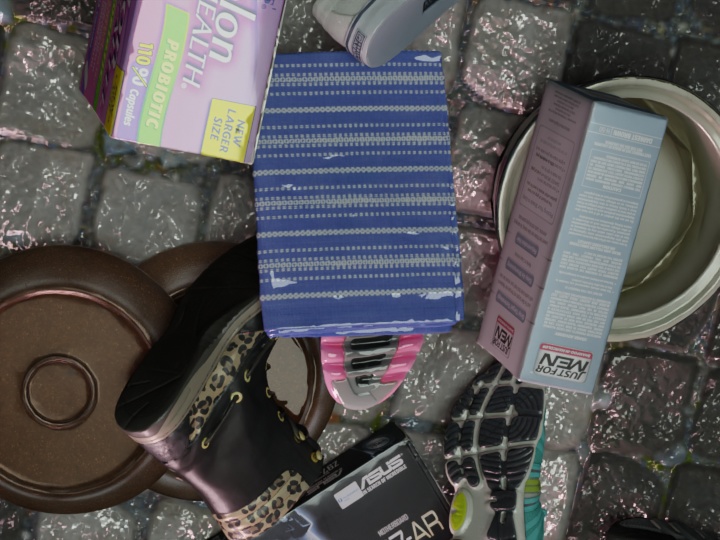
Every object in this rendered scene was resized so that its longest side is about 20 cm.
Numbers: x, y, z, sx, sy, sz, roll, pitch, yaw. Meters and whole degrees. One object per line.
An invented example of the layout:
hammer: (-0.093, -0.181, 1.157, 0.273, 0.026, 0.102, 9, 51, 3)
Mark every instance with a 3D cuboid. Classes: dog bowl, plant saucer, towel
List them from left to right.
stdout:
plant saucer: (-0.215, 0.083, 1.556, 0.199, 0.034, 0.201, 0, 100, 0)
plant saucer: (-0.108, 0.079, 1.605, 0.199, 0.032, 0.201, -3, 103, -14)
towel: (-0.004, -0.054, 1.519, 0.144, 0.024, 0.201, -3, 84, -11)
dog bowl: (0.187, -0.052, 1.624, 0.199, 0.074, 0.201, -3, 104, -13)

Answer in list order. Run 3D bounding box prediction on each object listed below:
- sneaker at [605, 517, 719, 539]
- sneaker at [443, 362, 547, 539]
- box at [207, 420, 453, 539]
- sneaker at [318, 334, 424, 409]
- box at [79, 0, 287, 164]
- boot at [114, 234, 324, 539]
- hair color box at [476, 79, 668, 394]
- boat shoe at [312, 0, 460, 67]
sneaker: (0.275, 0.269, 1.722, 0.199, 0.075, 0.116, 14, 102, -17)
sneaker: (0.107, 0.168, 1.647, 0.077, 0.080, 0.201, 1, 76, 27)
box: (-0.014, 0.235, 1.657, 0.200, 0.044, 0.161, -31, 109, -5)
sneaker: (0.000, 0.000, 1.575, 0.079, 0.095, 0.201, 5, 88, -17)
box: (-0.117, -0.181, 1.453, 0.096, 0.200, 0.177, 10, 101, -16)
boot: (-0.075, 0.082, 1.555, 0.200, 0.073, 0.151, -55, 131, -28)
hair color box: (0.147, -0.025, 1.530, 0.060, 0.099, 0.201, 12, 100, -17)
boat shoe: (0.041, -0.226, 1.546, 0.086, 0.075, 0.202, 38, 63, 21)
